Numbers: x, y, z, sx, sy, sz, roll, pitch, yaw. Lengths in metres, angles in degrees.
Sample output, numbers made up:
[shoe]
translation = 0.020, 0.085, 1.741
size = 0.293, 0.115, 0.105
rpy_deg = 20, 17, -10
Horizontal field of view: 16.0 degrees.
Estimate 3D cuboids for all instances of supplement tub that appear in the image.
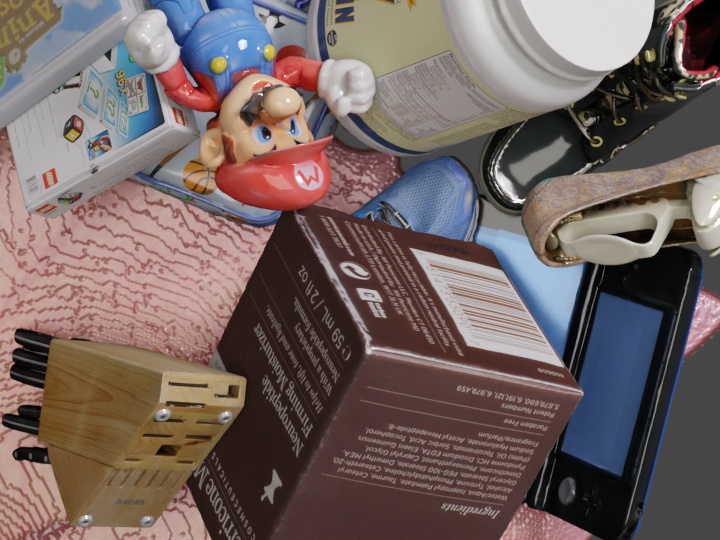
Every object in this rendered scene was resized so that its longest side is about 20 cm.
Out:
[supplement tub]
translation = 0.076, -0.162, 1.642
size = 0.145, 0.200, 0.146
rpy_deg = 11, 72, -37

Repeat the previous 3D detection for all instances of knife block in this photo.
[knife block]
translation = -0.166, 0.072, 1.687
size = 0.200, 0.064, 0.176
rpy_deg = -52, 47, 38

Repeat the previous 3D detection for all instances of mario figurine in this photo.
[mario figurine]
translation = -0.069, -0.132, 1.602
size = 0.123, 0.106, 0.201
rpy_deg = -27, 76, 10

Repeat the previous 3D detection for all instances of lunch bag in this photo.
[lunch bag]
translation = -0.104, -0.127, 1.735
size = 0.199, 0.076, 0.161
rpy_deg = 22, 90, 2

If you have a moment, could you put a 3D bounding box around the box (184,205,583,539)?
[box]
translation = 0.006, 0.094, 1.635
size = 0.164, 0.166, 0.201
rpy_deg = 12, 118, -30

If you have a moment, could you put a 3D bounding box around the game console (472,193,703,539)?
[game console]
translation = 0.121, 0.063, 1.714
size = 0.118, 0.171, 0.201
rpy_deg = 12, 93, -25

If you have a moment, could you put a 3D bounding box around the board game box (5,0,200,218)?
[board game box]
translation = -0.184, -0.150, 1.680
size = 0.126, 0.035, 0.201
rpy_deg = -26, 66, 25

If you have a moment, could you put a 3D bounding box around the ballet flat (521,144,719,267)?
[ballet flat]
translation = 0.201, -0.035, 1.643
size = 0.199, 0.067, 0.068
rpy_deg = -12, 126, 15

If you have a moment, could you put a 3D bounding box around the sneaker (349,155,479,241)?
[sneaker]
translation = 0.000, 0.000, 1.720
size = 0.200, 0.089, 0.079
rpy_deg = -45, 75, 2

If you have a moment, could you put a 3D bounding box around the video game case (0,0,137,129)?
[video game case]
translation = -0.248, -0.184, 1.694
size = 0.200, 0.022, 0.183
rpy_deg = -33, 64, 23

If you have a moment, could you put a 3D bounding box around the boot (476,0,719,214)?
[boot]
translation = 0.170, -0.117, 1.671
size = 0.203, 0.154, 0.074
rpy_deg = -39, 94, -8
